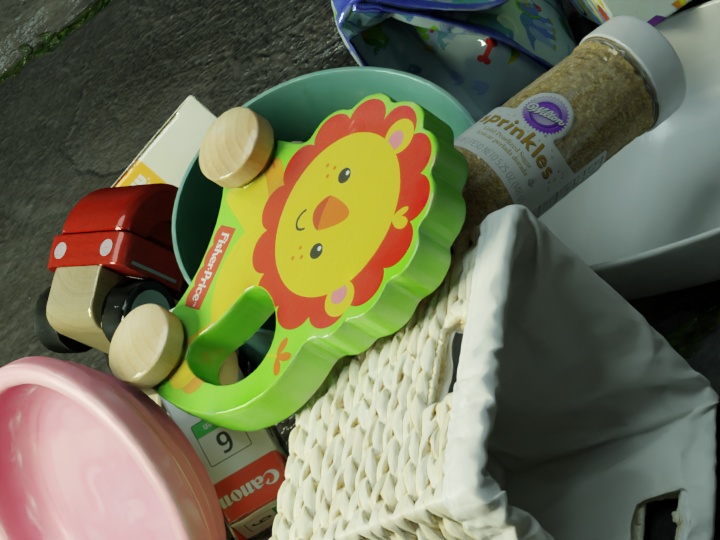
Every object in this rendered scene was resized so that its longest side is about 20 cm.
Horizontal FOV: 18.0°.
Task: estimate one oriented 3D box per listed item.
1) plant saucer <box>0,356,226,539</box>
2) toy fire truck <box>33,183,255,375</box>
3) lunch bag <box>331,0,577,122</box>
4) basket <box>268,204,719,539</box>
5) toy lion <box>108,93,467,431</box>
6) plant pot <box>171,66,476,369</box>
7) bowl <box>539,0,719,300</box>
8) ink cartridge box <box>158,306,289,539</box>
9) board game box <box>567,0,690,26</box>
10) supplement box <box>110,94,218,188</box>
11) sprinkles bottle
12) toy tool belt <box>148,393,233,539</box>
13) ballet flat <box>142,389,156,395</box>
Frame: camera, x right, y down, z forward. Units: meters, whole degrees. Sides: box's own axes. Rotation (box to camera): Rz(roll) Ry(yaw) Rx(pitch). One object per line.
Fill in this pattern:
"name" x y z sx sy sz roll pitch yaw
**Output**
"plant saucer" -0.147 0.137 1.323 0.200 0.202 0.051 -2 23 47
"toy fire truck" -0.101 -0.024 1.516 0.128 0.175 0.202 -3 69 44
"lunch bag" 0.053 -0.169 1.527 0.128 0.199 0.171 -48 30 23
"basket" 0.073 0.111 1.224 0.160 0.200 0.199 -23 39 34
"toy lion" -0.030 -0.004 1.246 0.191 0.068 0.201 16 79 49
"plant pot" 0.000 0.000 1.425 0.199 0.161 0.202 -8 54 11
"bowl" 0.207 -0.068 1.375 0.199 0.075 0.201 -16 45 38
"ink cartridge box" -0.065 0.123 1.374 0.050 0.109 0.201 -30 73 -1
"board game box" 0.171 -0.230 1.489 0.105 0.103 0.200 -35 13 3
"supplement box" -0.140 -0.048 1.667 0.126 0.073 0.200 -50 2 -5
"sprinkles bottle" 0.101 -0.070 1.311 0.200 0.069 0.068 -38 28 -26
"toy tool belt" -0.121 0.152 1.472 0.199 0.125 0.124 20 78 54
"ballet flat" -0.172 0.105 1.642 0.199 0.046 0.068 -16 43 35
